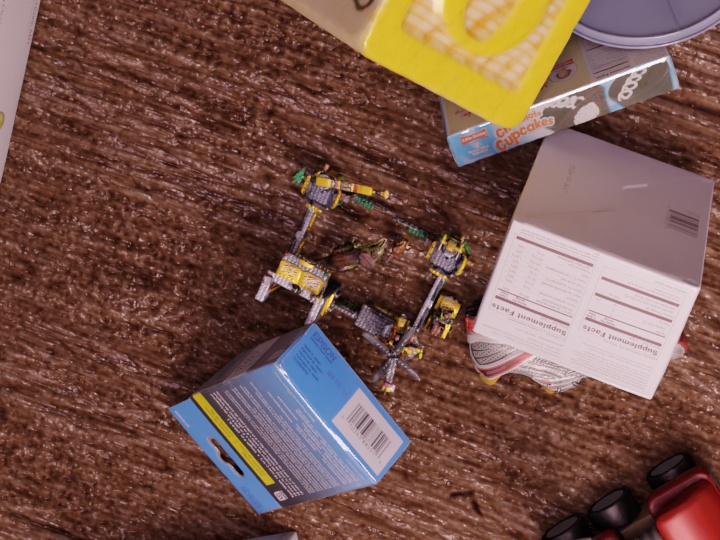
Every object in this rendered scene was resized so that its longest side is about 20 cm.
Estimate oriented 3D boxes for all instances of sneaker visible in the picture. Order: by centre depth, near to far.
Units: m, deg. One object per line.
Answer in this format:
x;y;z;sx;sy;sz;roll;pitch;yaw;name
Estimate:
0.195;0.066;1.323;0.198;0.078;0.083;0;112;12;sneaker

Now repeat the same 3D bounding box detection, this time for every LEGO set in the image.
0.000;0.000;1.315;0.199;0.116;0.154;35;101;3;LEGO set

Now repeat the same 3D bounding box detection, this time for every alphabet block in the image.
0.057;-0.261;1.196;0.200;0.195;0.196;41;107;46;alphabet block

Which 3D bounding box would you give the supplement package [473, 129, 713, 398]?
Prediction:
0.199;-0.014;1.222;0.155;0.200;0.112;21;122;6;supplement package

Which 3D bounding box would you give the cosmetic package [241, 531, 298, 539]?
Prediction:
-0.157;0.309;1.388;0.198;0.101;0.072;-11;94;9;cosmetic package

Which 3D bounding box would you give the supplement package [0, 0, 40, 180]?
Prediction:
-0.404;-0.193;1.360;0.154;0.111;0.202;16;100;7;supplement package

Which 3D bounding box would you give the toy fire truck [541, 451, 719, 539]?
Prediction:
0.236;0.242;1.265;0.175;0.200;0.129;-32;92;12;toy fire truck

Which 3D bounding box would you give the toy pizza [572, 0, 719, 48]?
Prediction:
0.244;-0.272;1.254;0.198;0.032;0.202;-5;65;12;toy pizza

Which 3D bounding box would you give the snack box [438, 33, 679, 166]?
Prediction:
0.166;-0.167;1.270;0.198;0.117;0.037;-19;127;11;snack box

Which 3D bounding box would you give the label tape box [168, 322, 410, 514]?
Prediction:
-0.069;0.140;1.346;0.145;0.063;0.199;51;143;-12;label tape box
